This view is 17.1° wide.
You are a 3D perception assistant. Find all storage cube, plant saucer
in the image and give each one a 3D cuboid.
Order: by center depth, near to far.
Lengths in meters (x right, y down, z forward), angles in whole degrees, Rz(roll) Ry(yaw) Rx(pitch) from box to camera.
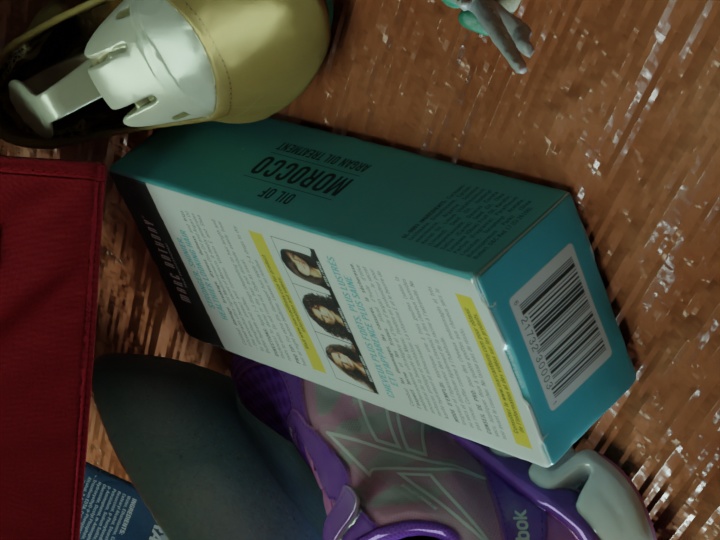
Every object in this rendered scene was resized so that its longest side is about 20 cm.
[{"bbox_3d":[-0.190,0.043,0.922,0.200,0.170,0.181,-165,79,-82],"label":"storage cube"},{"bbox_3d":[-0.030,0.101,0.970,0.201,0.039,0.201,49,-172,-9],"label":"plant saucer"}]

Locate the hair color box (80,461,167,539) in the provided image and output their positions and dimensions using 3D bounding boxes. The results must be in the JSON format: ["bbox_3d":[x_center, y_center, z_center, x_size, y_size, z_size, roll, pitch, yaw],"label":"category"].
[{"bbox_3d":[-0.138,0.124,1.118,0.199,0.061,0.100,28,164,-26],"label":"hair color box"}]

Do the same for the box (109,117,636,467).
[{"bbox_3d":[0.000,0.000,0.837,0.199,0.049,0.083,18,140,47],"label":"box"}]

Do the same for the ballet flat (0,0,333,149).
[{"bbox_3d":[-0.078,-0.071,0.845,0.200,0.063,0.069,-10,112,60],"label":"ballet flat"}]

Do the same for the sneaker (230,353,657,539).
[{"bbox_3d":[0.012,0.081,0.886,0.200,0.088,0.081,31,151,37],"label":"sneaker"}]

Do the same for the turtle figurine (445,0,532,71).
[{"bbox_3d":[-0.017,-0.109,0.648,0.200,0.149,0.101,5,87,58],"label":"turtle figurine"}]
